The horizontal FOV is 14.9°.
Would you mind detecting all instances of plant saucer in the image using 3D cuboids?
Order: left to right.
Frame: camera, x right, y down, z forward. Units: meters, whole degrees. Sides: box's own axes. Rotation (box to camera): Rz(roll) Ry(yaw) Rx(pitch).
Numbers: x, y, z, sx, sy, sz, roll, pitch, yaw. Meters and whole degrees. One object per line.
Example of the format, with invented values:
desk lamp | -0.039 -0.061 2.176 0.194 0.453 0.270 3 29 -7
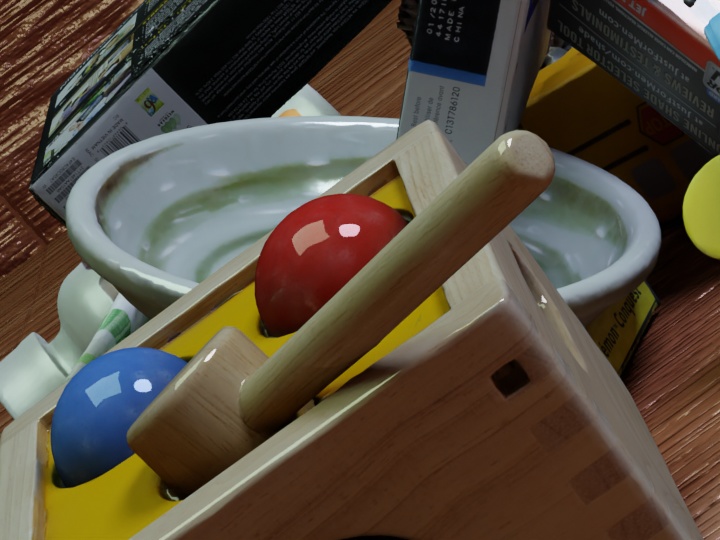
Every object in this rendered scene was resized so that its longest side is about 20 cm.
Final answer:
plant saucer | 0.000 0.000 0.927 0.199 0.051 0.200 3 21 -1

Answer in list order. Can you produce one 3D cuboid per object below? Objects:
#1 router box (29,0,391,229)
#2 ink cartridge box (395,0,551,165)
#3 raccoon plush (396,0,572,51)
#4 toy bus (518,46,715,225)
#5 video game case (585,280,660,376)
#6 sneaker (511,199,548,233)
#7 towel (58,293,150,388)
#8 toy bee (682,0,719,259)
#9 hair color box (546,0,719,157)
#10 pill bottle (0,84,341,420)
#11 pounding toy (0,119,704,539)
router box | -0.045 -0.104 1.106 0.200 0.051 0.149 -43 15 10
ink cartridge box | 0.047 -0.096 0.972 0.039 0.100 0.200 11 21 7
raccoon plush | 0.044 -0.075 1.212 0.200 0.133 0.097 -53 32 35
toy bus | 0.105 -0.059 1.089 0.200 0.078 0.065 -29 10 41
video game case | -0.001 0.083 0.935 0.199 0.026 0.181 -32 10 28
sneaker | 0.008 0.002 1.046 0.199 0.073 0.085 12 43 46
towel | -0.105 0.078 1.058 0.200 0.023 0.154 -66 -12 -65
toy bee | 0.146 -0.042 0.804 0.131 0.109 0.200 -38 -13 34
hair color box | 0.173 -0.131 0.979 0.200 0.111 0.064 -43 -21 -20
pill bottle | -0.069 0.016 1.269 0.200 0.110 0.110 -42 9 -3
pounding toy | -0.006 0.046 0.702 0.184 0.142 0.200 -36 18 7
